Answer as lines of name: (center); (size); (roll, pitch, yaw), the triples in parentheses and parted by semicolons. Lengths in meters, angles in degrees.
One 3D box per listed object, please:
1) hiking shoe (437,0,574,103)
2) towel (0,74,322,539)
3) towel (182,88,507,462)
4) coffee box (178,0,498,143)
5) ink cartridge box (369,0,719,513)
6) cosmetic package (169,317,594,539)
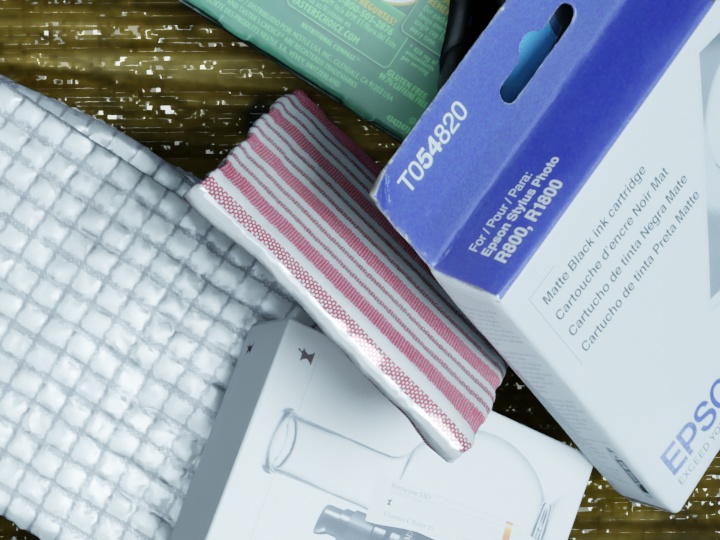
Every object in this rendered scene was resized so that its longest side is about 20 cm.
hiking shoe: (0.071, -0.071, 1.153); (0.087, 0.074, 0.200); (-20, 110, -20)
towel: (-0.126, 0.024, 1.170); (0.200, 0.086, 0.166); (31, 85, -7)
towel: (0.000, 0.000, 1.114); (0.146, 0.200, 0.030); (44, 106, -3)
coffee box: (0.026, -0.167, 1.181); (0.123, 0.044, 0.200); (32, 93, -4)
ink cartridge box: (0.120, -0.038, 1.115); (0.200, 0.041, 0.200); (48, 68, -33)
cosmetic package: (-0.007, 0.140, 1.118); (0.151, 0.052, 0.200); (24, 77, -17)
